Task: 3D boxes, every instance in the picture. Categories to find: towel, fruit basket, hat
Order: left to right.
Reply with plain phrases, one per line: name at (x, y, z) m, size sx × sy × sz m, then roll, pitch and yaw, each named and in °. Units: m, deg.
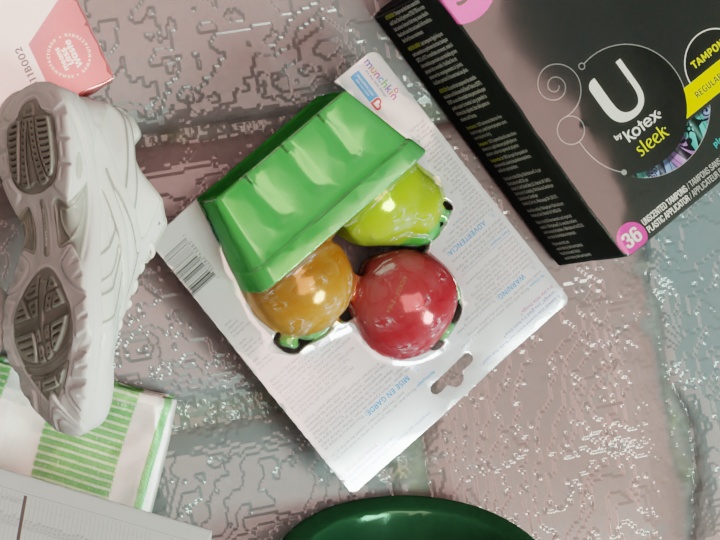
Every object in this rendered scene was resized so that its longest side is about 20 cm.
towel at (-0.219, 0.121, 1.608) m, size 0.200 × 0.023 × 0.153 m, roll 14°, pitch 85°, yaw -15°
fruit basket at (0.000, 0.000, 1.648) m, size 0.185 × 0.094 × 0.200 m, roll -42°, pitch 107°, yaw -13°
hat at (0.015, 0.254, 1.652) m, size 0.199 × 0.166 × 0.176 m, roll 0°, pitch 121°, yaw -7°

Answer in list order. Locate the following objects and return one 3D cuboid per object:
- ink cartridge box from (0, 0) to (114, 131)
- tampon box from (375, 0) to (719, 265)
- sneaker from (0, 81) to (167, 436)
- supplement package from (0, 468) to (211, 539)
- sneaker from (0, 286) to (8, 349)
ink cartridge box at (-0.259, -0.117, 1.582) m, size 0.200 × 0.067 × 0.117 m, roll -27°, pitch 95°, yaw -15°
tampon box at (0.137, -0.126, 1.661) m, size 0.150 × 0.126 × 0.200 m, roll -39°, pitch 98°, yaw -14°
sneaker at (-0.147, -0.006, 1.558) m, size 0.099 × 0.078 × 0.201 m, roll 1°, pitch 87°, yaw -46°
supplement package at (-0.198, 0.188, 1.520) m, size 0.200 × 0.110 × 0.114 m, roll 19°, pitch 49°, yaw -16°
sneaker at (-0.287, 0.020, 1.509) m, size 0.199 × 0.079 × 0.130 m, roll -29°, pitch 117°, yaw -29°
